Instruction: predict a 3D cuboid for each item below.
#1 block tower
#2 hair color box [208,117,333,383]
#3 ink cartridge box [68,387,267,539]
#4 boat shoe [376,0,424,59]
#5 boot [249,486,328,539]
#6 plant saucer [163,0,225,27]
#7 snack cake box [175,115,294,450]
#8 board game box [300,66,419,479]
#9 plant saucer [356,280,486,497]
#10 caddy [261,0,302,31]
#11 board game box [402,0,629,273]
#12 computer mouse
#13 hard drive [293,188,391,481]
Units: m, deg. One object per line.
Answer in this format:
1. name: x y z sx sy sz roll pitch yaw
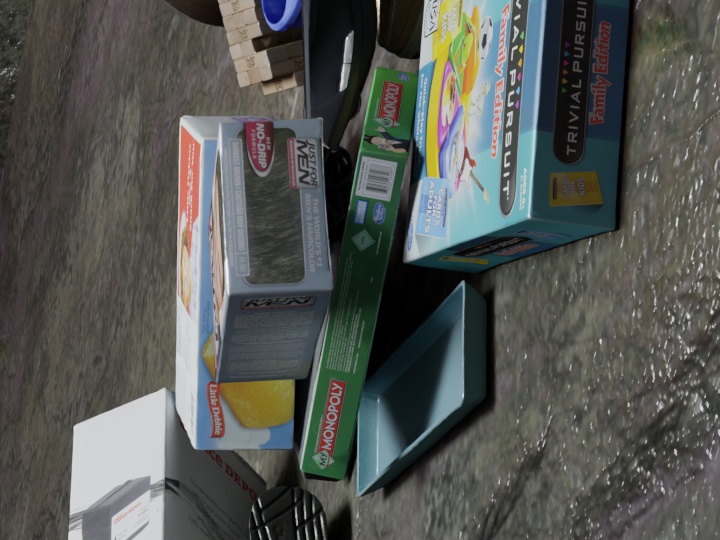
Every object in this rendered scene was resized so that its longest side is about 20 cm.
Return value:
1. block tower: -0.073 -0.224 1.673 0.058 0.054 0.202 -7 99 60
2. hair color box: -0.054 -0.007 1.389 0.200 0.060 0.100 109 157 -72
3. ink cartridge box: -0.127 0.206 1.624 0.145 0.083 0.201 50 -153 -42
4. boat shoe: 0.020 -0.229 1.445 0.072 0.076 0.202 -158 74 -71
5. boot: -0.045 0.245 1.540 0.131 0.067 0.202 102 169 -66
6. plant saucer: -0.099 -0.276 1.725 0.032 0.199 0.202 -9 73 44
7. snack cake box: -0.080 0.006 1.561 0.115 0.067 0.202 -132 43 -76
8. board game box: 0.000 0.000 1.389 0.135 0.029 0.201 -83 3 -66
9. plant saucer: 0.034 0.072 1.378 0.200 0.019 0.070 132 143 -63
10. caddy: -0.027 -0.241 1.562 0.201 0.104 0.142 -100 23 -46
11. board game box: 0.077 -0.086 1.235 0.200 0.047 0.152 158 117 -73
12. computer mouse: -0.013 -0.124 1.467 0.141 0.046 0.202 -96 4 -71
13. hard drive: -0.027 0.027 1.587 0.200 0.033 0.141 -112 33 -61
